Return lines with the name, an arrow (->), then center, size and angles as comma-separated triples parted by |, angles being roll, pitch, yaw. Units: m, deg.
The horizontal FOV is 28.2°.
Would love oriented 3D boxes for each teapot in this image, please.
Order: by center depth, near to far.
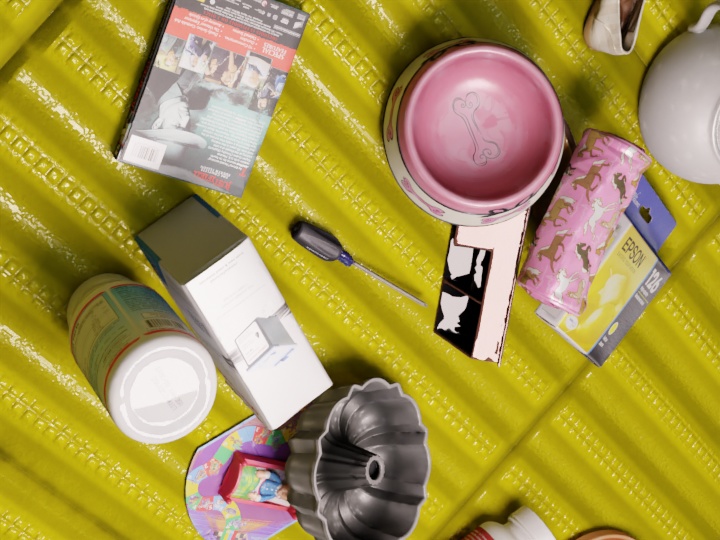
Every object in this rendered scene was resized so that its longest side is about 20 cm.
teapot -> 0.427, -0.186, 1.647 | 0.198, 0.146, 0.199 | 21, 100, -32

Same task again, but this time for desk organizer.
desk organizer -> 0.135, -0.003, 1.601 | 0.076, 0.072, 0.202 | 9, 108, 0

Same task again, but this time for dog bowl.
dog bowl -> 0.123, -0.147, 1.494 | 0.197, 0.074, 0.203 | 0, 91, -4

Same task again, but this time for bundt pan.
bundt pan -> -0.010, 0.220, 1.596 | 0.201, 0.075, 0.205 | 2, 87, -49

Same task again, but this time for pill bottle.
pill bottle -> -0.219, 0.076, 1.384 | 0.108, 0.200, 0.110 | -10, 115, -23
pill bottle -> 0.149, 0.383, 1.759 | 0.199, 0.112, 0.113 | -36, 123, -10

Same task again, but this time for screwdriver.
screwdriver -> 0.000, 0.000, 1.573 | 0.029, 0.028, 0.199 | -35, 130, 27

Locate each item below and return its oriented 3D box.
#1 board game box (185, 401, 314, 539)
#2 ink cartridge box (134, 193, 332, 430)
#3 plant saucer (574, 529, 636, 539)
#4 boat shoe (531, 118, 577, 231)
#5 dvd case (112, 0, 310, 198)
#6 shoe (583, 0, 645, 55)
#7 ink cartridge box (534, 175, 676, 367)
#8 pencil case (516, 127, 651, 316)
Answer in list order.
board game box -> -0.098, 0.238, 1.611 | 0.199, 0.039, 0.159 | -30, 121, -15
ink cartridge box -> -0.129, 0.041, 1.449 | 0.086, 0.146, 0.201 | -37, 123, -11
plant saucer -> 0.304, 0.436, 1.911 | 0.198, 0.032, 0.203 | -11, 116, -24
boat shoe -> 0.223, -0.100, 1.630 | 0.070, 0.070, 0.202 | -52, 138, -46
dvd case -> -0.147, -0.184, 1.421 | 0.145, 0.022, 0.202 | 14, 102, -31
shoe -> 0.302, -0.334, 1.573 | 0.069, 0.053, 0.202 | 4, 108, -29
ink cartridge box -> 0.303, 0.004, 1.677 | 0.201, 0.047, 0.197 | -52, 149, 2
pencil case -> 0.243, -0.055, 1.551 | 0.202, 0.082, 0.086 | -66, 163, 2
